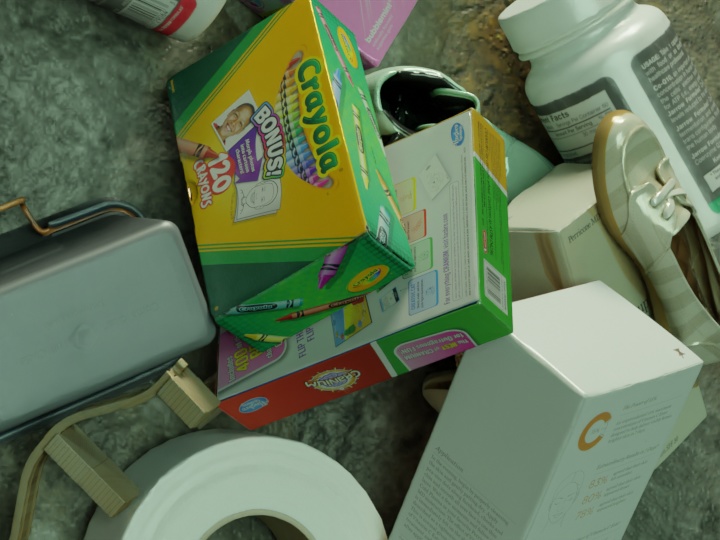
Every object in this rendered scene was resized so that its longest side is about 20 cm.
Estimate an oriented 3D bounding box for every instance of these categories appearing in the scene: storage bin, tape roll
[{"bbox_3d":[-0.192,0.025,1.492,0.199,0.134,0.146,-23,97,-23],"label":"storage bin"},{"bbox_3d":[-0.080,0.206,1.559,0.202,0.071,0.203,0,90,-26],"label":"tape roll"}]

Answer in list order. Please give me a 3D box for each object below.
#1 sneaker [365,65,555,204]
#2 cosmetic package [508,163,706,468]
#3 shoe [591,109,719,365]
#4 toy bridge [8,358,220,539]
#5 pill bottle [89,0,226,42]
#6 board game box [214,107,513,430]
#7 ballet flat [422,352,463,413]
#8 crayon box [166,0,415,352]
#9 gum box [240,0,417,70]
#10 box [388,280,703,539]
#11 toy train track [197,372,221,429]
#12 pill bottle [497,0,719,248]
[{"bbox_3d":[0.072,-0.078,1.616,0.200,0.118,0.074,21,78,-22],"label":"sneaker"},{"bbox_3d":[0.161,0.037,1.634,0.105,0.071,0.201,-39,120,-39],"label":"cosmetic package"},{"bbox_3d":[0.209,-0.021,1.591,0.070,0.053,0.200,-49,126,-39],"label":"shoe"},{"bbox_3d":[-0.169,0.123,1.494,0.067,0.027,0.200,44,113,6],"label":"toy bridge"},{"bbox_3d":[-0.176,-0.233,1.523,0.199,0.111,0.111,23,79,-21],"label":"pill bottle"},{"bbox_3d":[0.000,0.000,1.516,0.040,0.199,0.153,41,39,-42],"label":"board game box"},{"bbox_3d":[0.071,0.056,1.643,0.065,0.071,0.201,-6,98,12],"label":"ballet flat"},{"bbox_3d":[-0.047,-0.063,1.513,0.058,0.119,0.201,37,31,-48],"label":"crayon box"},{"bbox_3d":[0.005,-0.248,1.622,0.113,0.066,0.200,36,75,-19],"label":"gum box"},{"bbox_3d":[0.115,0.122,1.532,0.124,0.097,0.201,-12,132,-46],"label":"box"},{"bbox_3d":[-0.038,0.031,1.585,0.200,0.033,0.115,-38,62,-6],"label":"toy train track"},{"bbox_3d":[0.185,-0.113,1.668,0.113,0.113,0.200,-34,101,-20],"label":"pill bottle"}]
